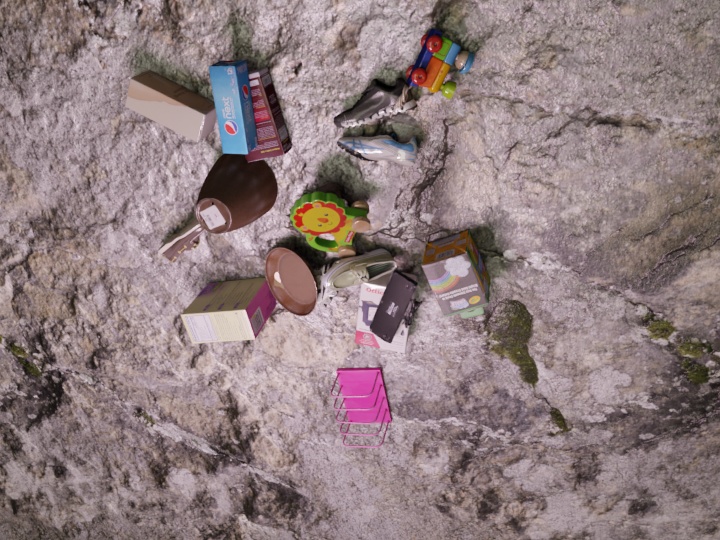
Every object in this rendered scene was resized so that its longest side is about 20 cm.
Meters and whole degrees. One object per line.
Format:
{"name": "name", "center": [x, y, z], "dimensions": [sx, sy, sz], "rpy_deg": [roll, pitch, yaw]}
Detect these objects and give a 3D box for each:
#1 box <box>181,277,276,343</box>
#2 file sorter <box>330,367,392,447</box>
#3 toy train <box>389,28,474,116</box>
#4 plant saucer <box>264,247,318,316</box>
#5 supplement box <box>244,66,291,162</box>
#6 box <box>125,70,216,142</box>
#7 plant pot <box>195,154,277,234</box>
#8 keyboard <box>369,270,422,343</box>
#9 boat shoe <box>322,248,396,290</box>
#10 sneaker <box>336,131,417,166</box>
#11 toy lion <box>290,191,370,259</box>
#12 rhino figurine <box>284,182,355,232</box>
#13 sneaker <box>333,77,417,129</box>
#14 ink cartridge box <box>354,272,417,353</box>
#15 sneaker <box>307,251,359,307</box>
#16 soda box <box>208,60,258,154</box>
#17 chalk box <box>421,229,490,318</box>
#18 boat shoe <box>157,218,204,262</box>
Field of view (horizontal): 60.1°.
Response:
{"name": "box", "center": [-0.362, 0.110, 1.735], "dimensions": [0.198, 0.176, 0.098], "rpy_deg": [-5, 117, 17]}
{"name": "file sorter", "center": [0.000, 0.407, 1.839], "dimensions": [0.137, 0.126, 0.202], "rpy_deg": [-4, 118, 17]}
{"name": "toy train", "center": [0.156, -0.405, 1.352], "dimensions": [0.115, 0.085, 0.202], "rpy_deg": [21, 109, -14]}
{"name": "plant saucer", "center": [-0.179, 0.026, 1.688], "dimensions": [0.199, 0.037, 0.202], "rpy_deg": [23, 127, 34]}
{"name": "supplement box", "center": [-0.249, -0.373, 1.500], "dimensions": [0.108, 0.061, 0.202], "rpy_deg": [-6, 116, 19]}
{"name": "box", "center": [-0.457, -0.401, 1.520], "dimensions": [0.198, 0.095, 0.078], "rpy_deg": [25, 122, -2]}
{"name": "plant pot", "center": [-0.326, -0.175, 1.550], "dimensions": [0.185, 0.201, 0.189], "rpy_deg": [7, 121, 11]}
{"name": "keyboard", "center": [0.098, 0.100, 1.602], "dimensions": [0.104, 0.040, 0.201], "rpy_deg": [35, 123, 20]}
{"name": "boat shoe", "center": [0.000, 0.000, 1.582], "dimensions": [0.198, 0.062, 0.073], "rpy_deg": [-25, 123, -18]}
{"name": "sneaker", "center": [0.041, -0.295, 1.473], "dimensions": [0.198, 0.072, 0.073], "rpy_deg": [12, 87, 15]}
{"name": "toy lion", "center": [-0.082, -0.115, 1.528], "dimensions": [0.189, 0.069, 0.201], "rpy_deg": [8, 146, -15]}
{"name": "rhino figurine", "center": [-0.117, -0.156, 1.588], "dimensions": [0.199, 0.060, 0.088], "rpy_deg": [-27, 116, 23]}
{"name": "sneaker", "center": [0.025, -0.387, 1.421], "dimensions": [0.198, 0.067, 0.091], "rpy_deg": [-12, 112, 17]}
{"name": "ink cartridge box", "center": [0.068, 0.106, 1.674], "dimensions": [0.143, 0.085, 0.202], "rpy_deg": [10, 120, 7]}
{"name": "sneaker", "center": [-0.079, 0.011, 1.665], "dimensions": [0.088, 0.074, 0.200], "rpy_deg": [34, 121, -8]}
{"name": "soda box", "center": [-0.291, -0.376, 1.436], "dimensions": [0.067, 0.064, 0.202], "rpy_deg": [5, 120, 15]}
{"name": "chalk box", "center": [0.249, 0.026, 1.560], "dimensions": [0.124, 0.124, 0.201], "rpy_deg": [-17, 115, 21]}
{"name": "boat shoe", "center": [-0.480, -0.083, 1.721], "dimensions": [0.199, 0.072, 0.060], "rpy_deg": [-29, 115, 31]}
